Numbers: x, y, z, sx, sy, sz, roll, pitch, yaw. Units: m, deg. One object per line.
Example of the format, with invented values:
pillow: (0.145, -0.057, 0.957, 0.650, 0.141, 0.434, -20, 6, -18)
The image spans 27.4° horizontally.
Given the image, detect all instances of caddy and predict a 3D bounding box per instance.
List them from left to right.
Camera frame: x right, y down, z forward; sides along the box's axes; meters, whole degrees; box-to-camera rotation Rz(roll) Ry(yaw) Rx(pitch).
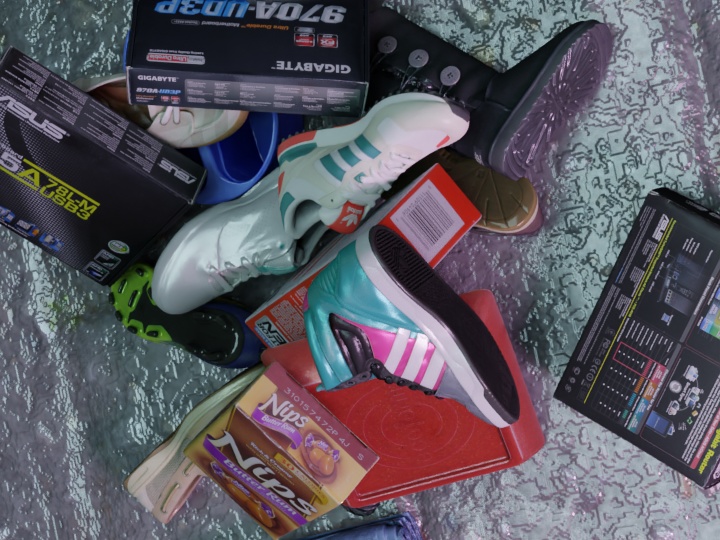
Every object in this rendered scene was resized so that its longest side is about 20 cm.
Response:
caddy: (-0.136, -0.160, 1.340, 0.141, 0.105, 0.201, -14, 88, 21)

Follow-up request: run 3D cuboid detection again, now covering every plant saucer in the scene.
plant saucer: (0.041, 0.121, 1.244, 0.199, 0.037, 0.200, -15, 129, 10)

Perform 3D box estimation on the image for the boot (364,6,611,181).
boot: (0.092, -0.179, 1.272, 0.199, 0.066, 0.165, 28, 69, 35)

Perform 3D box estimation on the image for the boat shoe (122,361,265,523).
boat shoe: (-0.140, 0.161, 1.386, 0.065, 0.072, 0.200, 48, 112, 5)

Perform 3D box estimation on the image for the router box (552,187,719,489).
router box: (0.268, 0.053, 1.205, 0.149, 0.062, 0.201, 31, 107, 27)

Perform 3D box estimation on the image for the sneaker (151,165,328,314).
sneaker: (-0.091, -0.019, 1.292, 0.200, 0.075, 0.089, -38, 54, -2)

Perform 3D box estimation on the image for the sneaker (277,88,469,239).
sneaker: (0.008, -0.078, 1.208, 0.199, 0.070, 0.094, -15, 63, 39)

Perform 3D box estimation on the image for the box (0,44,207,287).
box: (-0.262, -0.085, 1.306, 0.199, 0.048, 0.193, 33, 145, -17)

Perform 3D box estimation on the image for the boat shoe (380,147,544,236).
boat shoe: (0.069, -0.072, 1.287, 0.200, 0.066, 0.072, 22, 77, 30)

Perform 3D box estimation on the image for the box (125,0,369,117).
box: (-0.093, -0.207, 1.249, 0.199, 0.046, 0.160, 3, 54, -4)

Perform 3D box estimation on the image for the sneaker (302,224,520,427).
sneaker: (0.025, 0.067, 1.138, 0.120, 0.084, 0.200, -30, 115, 26)

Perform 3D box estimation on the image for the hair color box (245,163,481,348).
hair color box: (0.000, 0.000, 1.250, 0.064, 0.111, 0.200, 50, 138, -7)

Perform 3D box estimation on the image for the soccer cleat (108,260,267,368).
soccer cleat: (-0.159, 0.044, 1.386, 0.200, 0.083, 0.065, 23, 99, 39)

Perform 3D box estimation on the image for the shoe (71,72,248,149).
shoe: (-0.188, -0.138, 1.280, 0.199, 0.053, 0.070, 0, 100, 28)

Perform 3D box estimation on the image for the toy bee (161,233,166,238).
toy bee: (-0.250, -0.119, 1.398, 0.131, 0.109, 0.200, -30, 114, 34)

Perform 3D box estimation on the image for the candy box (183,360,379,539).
candy box: (-0.072, 0.155, 1.240, 0.117, 0.200, 0.056, 43, 63, -1)

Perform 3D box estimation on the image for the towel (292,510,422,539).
towel: (-0.028, 0.298, 1.361, 0.199, 0.048, 0.112, -18, 87, 21)

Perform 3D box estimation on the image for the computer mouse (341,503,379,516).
computer mouse: (0.016, 0.113, 1.331, 0.138, 0.053, 0.200, 43, 116, 3)
